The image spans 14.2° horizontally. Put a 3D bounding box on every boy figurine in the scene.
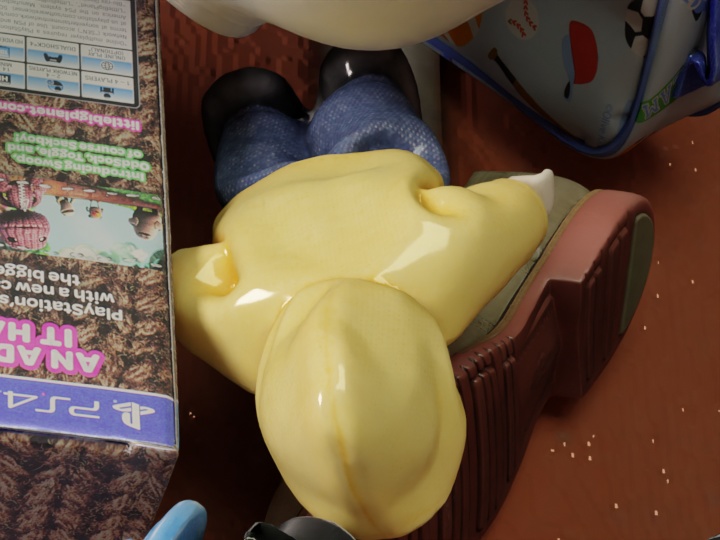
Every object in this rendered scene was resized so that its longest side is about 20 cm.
[{"bbox_3d":[0.000,0.000,0.836,0.124,0.065,0.200,-16,32,1],"label":"boy figurine"}]

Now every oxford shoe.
[{"bbox_3d":[0.018,0.034,0.898,0.074,0.071,0.200,20,38,25],"label":"oxford shoe"}]

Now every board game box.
[{"bbox_3d":[-0.142,-0.005,0.839,0.158,0.097,0.201,7,48,-14],"label":"board game box"}]

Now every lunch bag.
[{"bbox_3d":[0.078,-0.143,0.978,0.075,0.201,0.160,-26,49,-38],"label":"lunch bag"}]

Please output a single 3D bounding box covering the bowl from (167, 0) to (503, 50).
[{"bbox_3d":[-0.034,-0.136,0.880,0.201,0.090,0.201,43,19,-19],"label":"bowl"}]

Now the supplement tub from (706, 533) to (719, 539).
[{"bbox_3d":[0.158,0.116,0.827,0.199,0.123,0.123,-20,59,-35],"label":"supplement tub"}]

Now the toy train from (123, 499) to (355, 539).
[{"bbox_3d":[-0.057,0.147,0.723,0.086,0.115,0.200,28,45,10],"label":"toy train"}]
